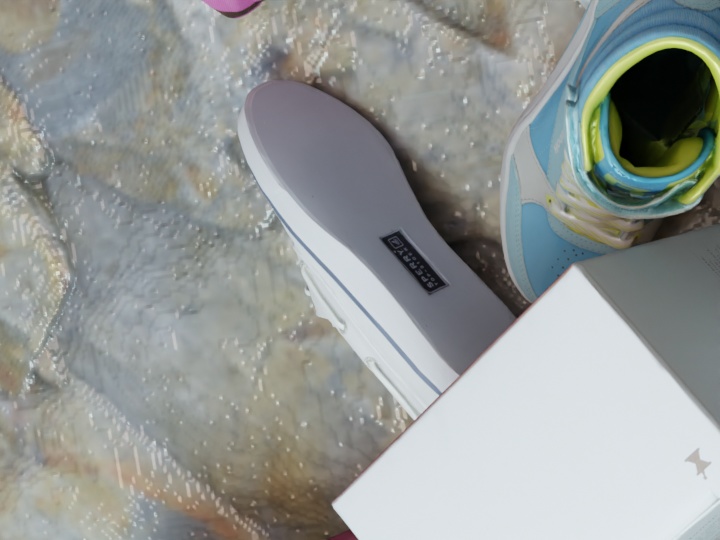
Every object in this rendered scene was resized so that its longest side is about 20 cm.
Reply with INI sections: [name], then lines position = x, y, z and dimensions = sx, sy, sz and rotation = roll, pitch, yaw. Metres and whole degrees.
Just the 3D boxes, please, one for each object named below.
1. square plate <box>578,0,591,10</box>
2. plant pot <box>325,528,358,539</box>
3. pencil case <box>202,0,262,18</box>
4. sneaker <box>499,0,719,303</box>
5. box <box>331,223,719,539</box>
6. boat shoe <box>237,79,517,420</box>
[square plate]
position = 0.135, -0.197, 1.072
dimensions = 0.200, 0.028, 0.198
rotation = -35, 111, 26
[plant pot]
position = 0.002, 0.203, 1.160
dimensions = 0.179, 0.200, 0.200
rotation = -39, 77, 10
[pencil case]
position = -0.006, -0.194, 1.169
dimensions = 0.200, 0.091, 0.094
rotation = -24, 76, 25
[sneaker]
position = 0.103, -0.039, 1.082
dimensions = 0.079, 0.131, 0.200
rotation = 16, 124, -2
[box]
position = 0.110, 0.073, 1.073
dimensions = 0.152, 0.200, 0.106
rotation = -46, 75, 23
[boat shoe]
position = 0.000, 0.000, 1.194
dimensions = 0.200, 0.074, 0.065
rotation = 56, 140, 25
